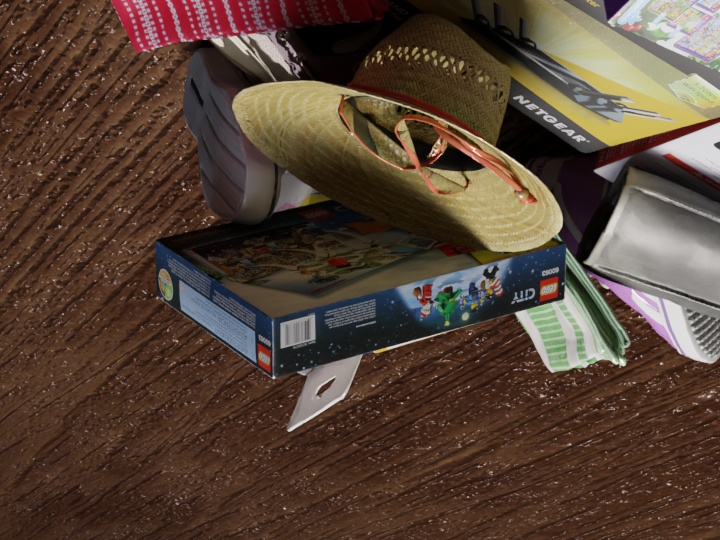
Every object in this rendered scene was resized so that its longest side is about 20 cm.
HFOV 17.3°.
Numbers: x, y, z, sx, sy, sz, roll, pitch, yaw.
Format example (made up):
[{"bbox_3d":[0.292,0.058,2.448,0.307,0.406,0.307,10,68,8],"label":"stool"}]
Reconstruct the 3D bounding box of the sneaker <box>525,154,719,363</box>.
[{"bbox_3d":[0.169,-0.014,1.541,0.114,0.073,0.201,8,149,37],"label":"sneaker"}]

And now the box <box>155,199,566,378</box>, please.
[{"bbox_3d":[0.000,0.000,1.368,0.199,0.038,0.136,-14,-155,-29],"label":"box"}]

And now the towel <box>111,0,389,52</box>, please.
[{"bbox_3d":[-0.086,-0.187,1.294,0.199,0.023,0.145,-2,126,42],"label":"towel"}]

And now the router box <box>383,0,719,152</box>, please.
[{"bbox_3d":[0.111,-0.144,1.285,0.199,0.053,0.157,30,155,-29],"label":"router box"}]

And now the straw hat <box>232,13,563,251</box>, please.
[{"bbox_3d":[0.036,-0.090,1.279,0.200,0.086,0.201,21,165,6],"label":"straw hat"}]

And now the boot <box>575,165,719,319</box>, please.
[{"bbox_3d":[0.226,0.020,1.432,0.198,0.073,0.182,11,144,-4],"label":"boot"}]

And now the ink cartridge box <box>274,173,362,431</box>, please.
[{"bbox_3d":[-0.026,-0.009,1.504,0.067,0.201,0.116,22,157,-14],"label":"ink cartridge box"}]

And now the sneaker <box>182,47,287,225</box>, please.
[{"bbox_3d":[-0.060,-0.086,1.437,0.070,0.200,0.073,8,116,-15],"label":"sneaker"}]

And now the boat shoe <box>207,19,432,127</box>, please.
[{"bbox_3d":[-0.013,-0.125,1.392,0.200,0.072,0.072,43,134,-21],"label":"boat shoe"}]

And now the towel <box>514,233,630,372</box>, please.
[{"bbox_3d":[0.106,-0.001,1.495,0.153,0.023,0.200,56,173,0],"label":"towel"}]

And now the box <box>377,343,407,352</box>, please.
[{"bbox_3d":[0.024,0.004,1.716,0.119,0.042,0.200,28,153,-26],"label":"box"}]

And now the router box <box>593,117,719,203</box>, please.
[{"bbox_3d":[0.268,-0.055,1.385,0.199,0.049,0.179,28,156,-25],"label":"router box"}]

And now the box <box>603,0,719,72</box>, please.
[{"bbox_3d":[0.221,-0.161,1.068,0.136,0.039,0.200,21,135,-28],"label":"box"}]
